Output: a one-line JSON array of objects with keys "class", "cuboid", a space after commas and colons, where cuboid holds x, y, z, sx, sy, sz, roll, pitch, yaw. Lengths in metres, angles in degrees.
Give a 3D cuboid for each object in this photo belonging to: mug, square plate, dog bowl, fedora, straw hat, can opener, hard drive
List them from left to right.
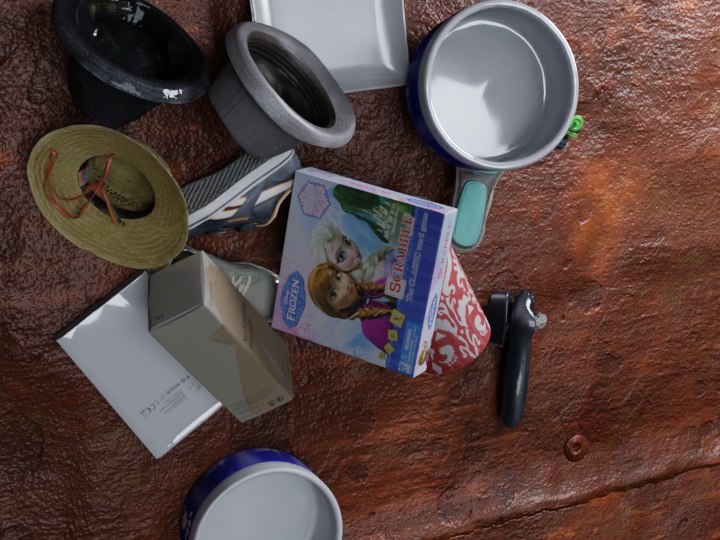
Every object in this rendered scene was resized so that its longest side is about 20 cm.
[{"class": "fedora", "cuboid": [-0.258, -0.217, 1.203, 0.200, 0.201, 0.092, 19, 124, -26]}, {"class": "straw hat", "cuboid": [-0.266, -0.104, 1.255, 0.202, 0.200, 0.085, 58, 36, -23]}, {"class": "hard drive", "cuboid": [-0.256, 0.115, 1.353, 0.132, 0.026, 0.201, -39, 114, -10]}, {"class": "dog bowl", "cuboid": [-0.128, 0.334, 1.433, 0.199, 0.079, 0.202, -6, 104, -22]}, {"class": "fedora", "cuboid": [-0.101, -0.189, 1.257, 0.090, 0.200, 0.177, -37, 87, 23]}, {"class": "square plate", "cuboid": [-0.041, -0.311, 1.342, 0.199, 0.028, 0.200, -12, 107, -21]}, {"class": "mug", "cuboid": [0.061, 0.026, 1.436, 0.201, 0.177, 0.134, 57, 42, -28]}, {"class": "dog bowl", "cuboid": [0.159, -0.223, 1.365, 0.199, 0.079, 0.202, -1, 93, -15]}, {"class": "can opener", "cuboid": [0.217, 0.121, 1.551, 0.063, 0.078, 0.201, -32, 124, -56]}]

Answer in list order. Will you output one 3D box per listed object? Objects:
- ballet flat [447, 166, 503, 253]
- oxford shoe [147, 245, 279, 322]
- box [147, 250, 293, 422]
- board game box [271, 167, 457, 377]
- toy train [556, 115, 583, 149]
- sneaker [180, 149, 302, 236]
[{"class": "ballet flat", "cuboid": [0.148, -0.121, 1.453, 0.067, 0.064, 0.201, 17, 90, -10]}, {"class": "oxford shoe", "cuboid": [-0.165, 0.019, 1.353, 0.199, 0.058, 0.076, 22, 92, -28]}, {"class": "box", "cuboid": [-0.163, 0.080, 1.309, 0.077, 0.095, 0.200, -24, 135, 13]}, {"class": "board game box", "cuboid": [0.000, 0.000, 1.313, 0.041, 0.198, 0.201, -20, 124, -60]}, {"class": "toy train", "cuboid": [0.210, -0.214, 1.469, 0.199, 0.042, 0.057, 23, 103, -26]}, {"class": "sneaker", "cuboid": [-0.154, -0.077, 1.322, 0.199, 0.078, 0.080, -31, 126, -6]}]
